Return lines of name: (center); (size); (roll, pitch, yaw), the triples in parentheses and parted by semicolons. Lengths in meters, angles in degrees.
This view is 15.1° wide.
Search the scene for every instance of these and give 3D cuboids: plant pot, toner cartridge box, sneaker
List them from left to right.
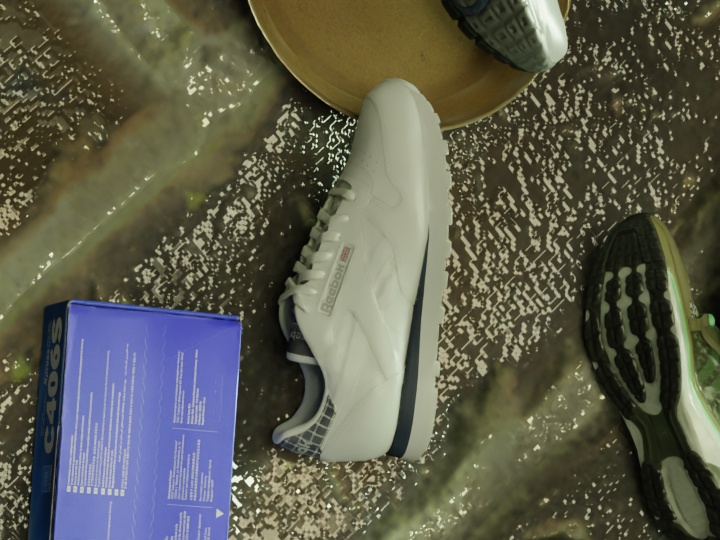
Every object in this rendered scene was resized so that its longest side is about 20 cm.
toner cartridge box: (-0.116, 0.119, 1.357); (0.095, 0.043, 0.200); (7, 82, -23)
sneaker: (0.000, 0.000, 1.397); (0.080, 0.076, 0.201); (3, 91, -10)
plant pot: (0.021, -0.172, 1.453); (0.200, 0.027, 0.201); (3, 84, -24)
sneaker: (0.072, -0.203, 1.427); (0.087, 0.074, 0.200); (-23, 96, -29)
sneaker: (0.188, 0.060, 1.493); (0.089, 0.077, 0.200); (-23, 100, -37)
